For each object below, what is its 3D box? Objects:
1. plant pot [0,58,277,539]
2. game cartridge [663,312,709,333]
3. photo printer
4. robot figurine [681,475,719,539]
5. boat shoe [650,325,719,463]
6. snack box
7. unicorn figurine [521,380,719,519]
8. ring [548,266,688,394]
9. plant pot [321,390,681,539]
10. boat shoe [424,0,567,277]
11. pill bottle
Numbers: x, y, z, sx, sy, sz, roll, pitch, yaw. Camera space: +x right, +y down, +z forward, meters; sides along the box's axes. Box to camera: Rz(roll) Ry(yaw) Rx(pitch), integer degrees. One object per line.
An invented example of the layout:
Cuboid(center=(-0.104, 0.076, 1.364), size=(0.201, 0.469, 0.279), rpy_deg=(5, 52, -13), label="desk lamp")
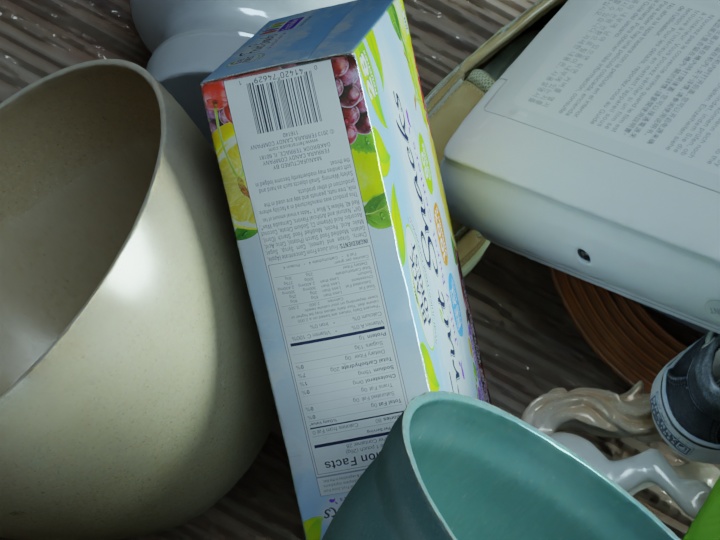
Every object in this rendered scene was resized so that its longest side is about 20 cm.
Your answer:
Cuboid(center=(-0.109, 0.033, 0.986), size=(0.134, 0.200, 0.200), rpy_deg=(42, 53, -31), label="plant pot")
Cuboid(center=(0.193, -0.057, 1.162), size=(0.133, 0.040, 0.200), rpy_deg=(23, 59, 1), label="game cartridge")
Cuboid(center=(0.157, -0.056, 1.046), size=(0.200, 0.069, 0.166), rpy_deg=(22, 62, 39), label="photo printer")
Cuboid(center=(0.203, 0.097, 0.965), size=(0.116, 0.175, 0.200), rpy_deg=(19, 64, 38), label="robot figurine")
Cuboid(center=(0.213, 0.012, 1.063), size=(0.200, 0.068, 0.072), rpy_deg=(-29, 75, -25), label="boat shoe")
Cuboid(center=(0.000, 0.000, 0.981), size=(0.068, 0.169, 0.200), rpy_deg=(-12, 102, 10), label="snack box")
Cuboid(center=(0.091, 0.138, 1.043), size=(0.137, 0.074, 0.200), rpy_deg=(9, 51, 0), label="unicorn figurine")
Cuboid(center=(0.182, -0.008, 1.172), size=(0.200, 0.019, 0.200), rpy_deg=(6, 61, -12), label="ring")
Cuboid(center=(0.051, 0.159, 0.841), size=(0.200, 0.134, 0.200), rpy_deg=(37, 16, -12), label="plant pot")
Cuboid(center=(0.051, -0.065, 1.130), size=(0.072, 0.076, 0.200), rpy_deg=(32, 59, 3), label="boat shoe")
Cuboid(center=(-0.046, -0.151, 1.128), size=(0.112, 0.112, 0.200), rpy_deg=(14, 59, -8), label="pill bottle")
